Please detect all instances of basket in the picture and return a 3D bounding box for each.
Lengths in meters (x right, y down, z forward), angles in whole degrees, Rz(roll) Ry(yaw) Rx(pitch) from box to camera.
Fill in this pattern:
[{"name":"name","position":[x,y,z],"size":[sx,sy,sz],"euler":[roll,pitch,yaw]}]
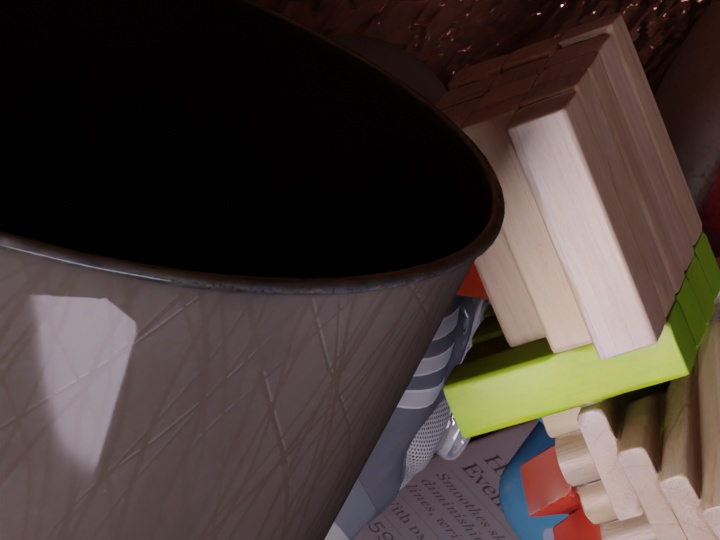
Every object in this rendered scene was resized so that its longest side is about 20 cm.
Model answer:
[{"name":"basket","position":[-0.083,0.055,0.456],"size":[0.180,0.136,0.201],"euler":[-10,127,-61]}]

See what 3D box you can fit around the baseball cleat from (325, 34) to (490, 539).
[{"name":"baseball cleat","position":[0.000,0.000,0.643],"size":[0.106,0.070,0.200],"euler":[-40,164,-34]}]

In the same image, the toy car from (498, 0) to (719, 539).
[{"name":"toy car","position":[0.162,0.019,0.667],"size":[0.185,0.200,0.177],"euler":[-51,159,-20]}]

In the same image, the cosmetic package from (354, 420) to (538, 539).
[{"name":"cosmetic package","position":[0.073,0.099,0.847],"size":[0.200,0.102,0.074],"euler":[-19,147,-41]}]

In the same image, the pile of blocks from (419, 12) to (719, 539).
[{"name":"pile of blocks","position":[0.055,0.040,0.549],"size":[0.062,0.082,0.200],"euler":[-18,129,22]}]
